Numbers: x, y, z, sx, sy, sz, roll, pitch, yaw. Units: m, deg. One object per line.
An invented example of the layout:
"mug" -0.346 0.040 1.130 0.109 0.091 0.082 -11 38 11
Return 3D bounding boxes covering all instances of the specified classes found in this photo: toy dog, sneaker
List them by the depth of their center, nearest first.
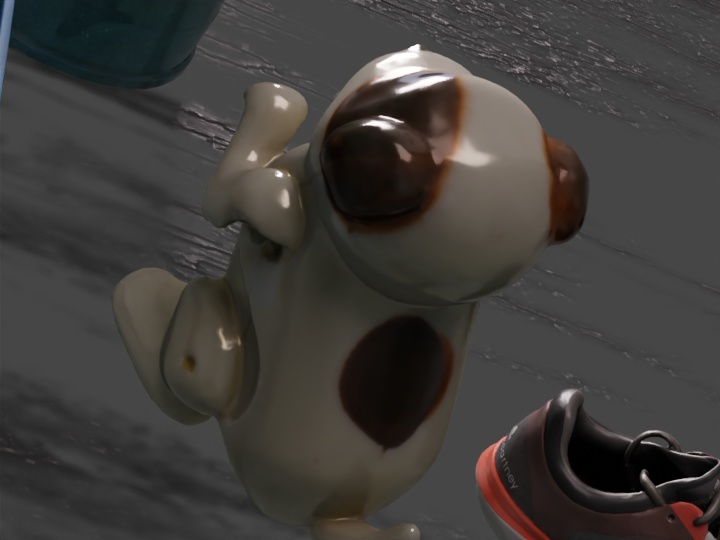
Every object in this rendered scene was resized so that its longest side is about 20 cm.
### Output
"toy dog" 0.000 0.000 0.785 0.139 0.200 0.195 13 42 -24
"sneaker" 0.146 0.125 0.853 0.199 0.082 0.077 33 38 -1

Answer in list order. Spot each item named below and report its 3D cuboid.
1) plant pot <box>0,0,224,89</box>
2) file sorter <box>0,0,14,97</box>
"plant pot" -0.110 -0.223 0.922 0.199 0.188 0.201 31 30 -21
"file sorter" -0.241 -0.086 0.733 0.199 0.123 0.140 18 57 -26
